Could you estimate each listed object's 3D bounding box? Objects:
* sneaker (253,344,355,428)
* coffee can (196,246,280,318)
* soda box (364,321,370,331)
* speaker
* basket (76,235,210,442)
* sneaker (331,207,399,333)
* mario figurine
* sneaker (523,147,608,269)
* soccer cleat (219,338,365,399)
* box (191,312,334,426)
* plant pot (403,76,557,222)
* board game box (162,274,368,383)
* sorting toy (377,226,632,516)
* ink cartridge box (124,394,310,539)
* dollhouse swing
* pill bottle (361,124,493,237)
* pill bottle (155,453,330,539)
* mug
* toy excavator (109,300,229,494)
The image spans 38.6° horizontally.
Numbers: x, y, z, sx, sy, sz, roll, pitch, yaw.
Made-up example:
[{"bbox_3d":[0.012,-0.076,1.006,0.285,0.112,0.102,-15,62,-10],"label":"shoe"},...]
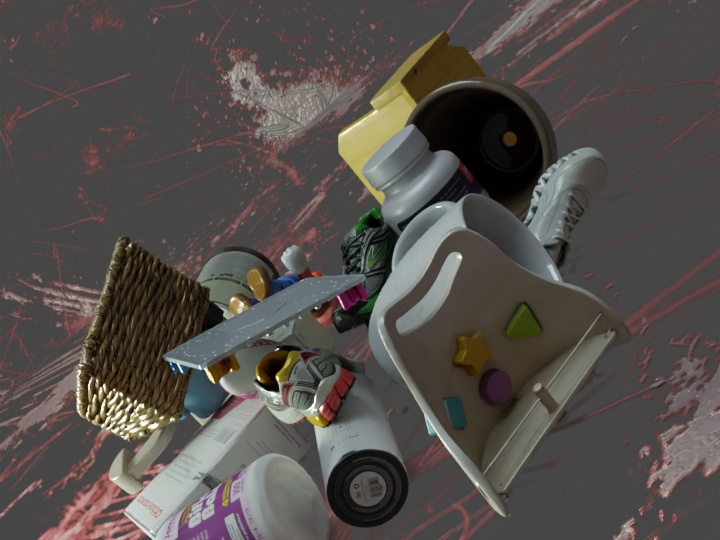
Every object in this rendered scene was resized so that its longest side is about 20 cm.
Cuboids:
[{"bbox_3d":[-0.072,0.109,1.075,0.079,0.082,0.200,-60,14,-17],"label":"sneaker"},{"bbox_3d":[-0.219,0.070,1.695,0.146,0.147,0.201,-35,17,23],"label":"coffee can"},{"bbox_3d":[0.043,0.058,1.252,0.068,0.064,0.200,-40,16,0],"label":"soda box"},{"bbox_3d":[-0.005,0.173,1.037,0.081,0.081,0.200,-40,16,4],"label":"speaker"},{"bbox_3d":[-0.293,0.086,1.258,0.142,0.148,0.203,-25,44,38],"label":"basket"},{"bbox_3d":[0.000,0.000,1.232,0.077,0.085,0.201,-30,20,31],"label":"sneaker"},{"bbox_3d":[-0.108,0.027,1.501,0.122,0.108,0.199,-14,-10,35],"label":"mario figurine"},{"bbox_3d":[0.211,-0.045,1.122,0.201,0.075,0.081,-52,24,-4],"label":"sneaker"},{"bbox_3d":[-0.076,0.115,1.215,0.085,0.071,0.198,-10,-11,41],"label":"soccer cleat"},{"bbox_3d":[-0.137,0.144,1.430,0.199,0.078,0.095,-36,17,21],"label":"box"},{"bbox_3d":[0.170,-0.154,1.329,0.199,0.202,0.174,-33,0,29],"label":"plant pot"},{"bbox_3d":[-0.106,0.061,1.126,0.198,0.026,0.199,-29,8,-21],"label":"board game box"},{"bbox_3d":[0.102,0.066,0.876,0.200,0.181,0.106,-48,17,-23],"label":"sorting toy"},{"bbox_3d":[-0.173,0.250,1.234,0.200,0.083,0.146,-47,17,-19],"label":"ink cartridge box"},{"bbox_3d":[0.098,-0.211,1.569,0.182,0.200,0.175,-51,18,-30],"label":"dollhouse swing"},{"bbox_3d":[0.094,-0.066,1.193,0.111,0.200,0.112,-39,14,12],"label":"pill bottle"},{"bbox_3d":[-0.135,0.276,1.023,0.199,0.113,0.113,-36,17,20],"label":"pill bottle"},{"bbox_3d":[0.090,0.017,1.052,0.175,0.146,0.202,-44,43,28],"label":"mug"},{"bbox_3d":[-0.230,0.166,1.310,0.193,0.100,0.201,-35,24,29],"label":"toy excavator"}]
